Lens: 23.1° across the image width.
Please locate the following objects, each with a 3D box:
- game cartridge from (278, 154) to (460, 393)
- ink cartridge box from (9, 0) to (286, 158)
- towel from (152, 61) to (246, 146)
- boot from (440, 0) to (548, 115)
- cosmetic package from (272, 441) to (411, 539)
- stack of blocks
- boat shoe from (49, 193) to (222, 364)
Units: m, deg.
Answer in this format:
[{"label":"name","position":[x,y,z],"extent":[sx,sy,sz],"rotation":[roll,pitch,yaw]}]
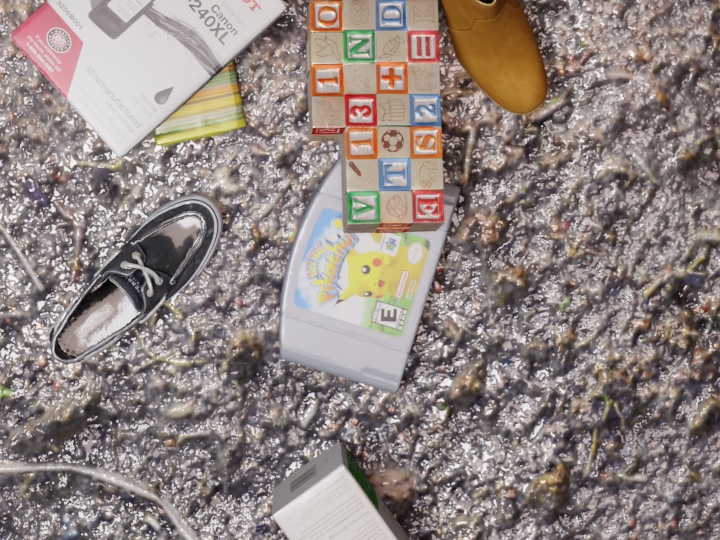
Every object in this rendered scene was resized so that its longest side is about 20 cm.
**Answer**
[{"label":"game cartridge","position":[0.000,0.000,1.609],"extent":[0.133,0.040,0.201],"rotation":[17,95,0]},{"label":"ink cartridge box","position":[-0.182,-0.218,1.537],"extent":[0.200,0.083,0.145],"rotation":[-42,97,1]},{"label":"towel","position":[-0.164,-0.218,1.590],"extent":[0.086,0.018,0.201],"rotation":[-12,96,-4]},{"label":"boot","position":[0.109,-0.224,1.532],"extent":[0.071,0.144,0.202],"rotation":[-28,97,2]},{"label":"cosmetic package","position":[0.007,0.268,1.602],"extent":[0.085,0.108,0.200],"rotation":[-36,98,1]},{"label":"stack of blocks","position":[0.012,-0.136,1.559],"extent":[0.115,0.059,0.201],"rotation":[-2,84,-5]},{"label":"boat shoe","position":[-0.204,0.010,1.586],"extent":[0.200,0.068,0.072],"rotation":[-40,96,3]}]
